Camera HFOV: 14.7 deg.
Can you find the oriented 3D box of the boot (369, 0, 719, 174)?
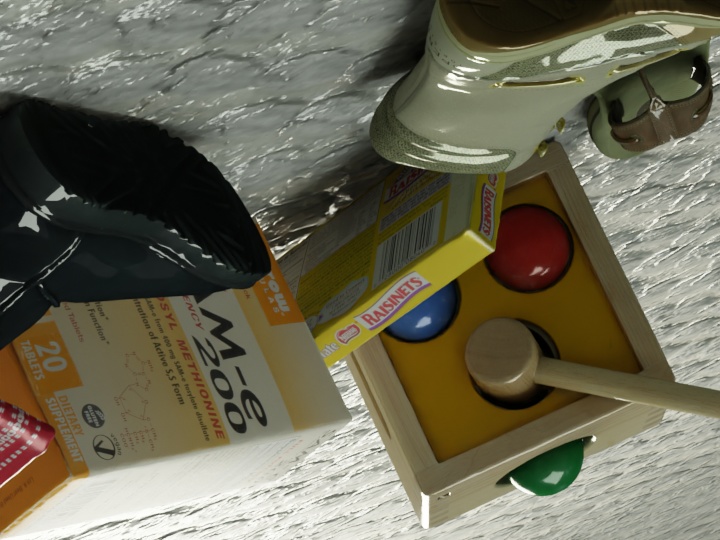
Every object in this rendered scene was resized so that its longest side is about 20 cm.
[{"bbox_3d":[0.109,-0.110,1.320,0.199,0.072,0.155,-14,161,-21],"label":"boot"}]

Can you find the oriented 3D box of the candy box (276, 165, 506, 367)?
[{"bbox_3d":[0.000,0.000,1.480,0.200,0.026,0.103,-36,-154,34],"label":"candy box"}]

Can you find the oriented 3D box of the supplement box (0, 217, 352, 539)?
[{"bbox_3d":[-0.114,0.050,1.392,0.199,0.127,0.073,-9,157,-48],"label":"supplement box"}]

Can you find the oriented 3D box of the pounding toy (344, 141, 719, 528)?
[{"bbox_3d":[0.095,0.046,1.570,0.183,0.201,0.142,-24,165,-5],"label":"pounding toy"}]

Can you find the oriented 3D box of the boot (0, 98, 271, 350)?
[{"bbox_3d":[-0.155,0.004,1.260,0.168,0.077,0.200,-35,156,21],"label":"boot"}]

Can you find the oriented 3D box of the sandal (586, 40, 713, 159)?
[{"bbox_3d":[0.160,-0.092,1.486,0.079,0.058,0.201,-26,165,2],"label":"sandal"}]

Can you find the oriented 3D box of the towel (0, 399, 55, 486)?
[{"bbox_3d":[-0.251,0.059,1.198,0.199,0.023,0.144,30,131,-28],"label":"towel"}]
